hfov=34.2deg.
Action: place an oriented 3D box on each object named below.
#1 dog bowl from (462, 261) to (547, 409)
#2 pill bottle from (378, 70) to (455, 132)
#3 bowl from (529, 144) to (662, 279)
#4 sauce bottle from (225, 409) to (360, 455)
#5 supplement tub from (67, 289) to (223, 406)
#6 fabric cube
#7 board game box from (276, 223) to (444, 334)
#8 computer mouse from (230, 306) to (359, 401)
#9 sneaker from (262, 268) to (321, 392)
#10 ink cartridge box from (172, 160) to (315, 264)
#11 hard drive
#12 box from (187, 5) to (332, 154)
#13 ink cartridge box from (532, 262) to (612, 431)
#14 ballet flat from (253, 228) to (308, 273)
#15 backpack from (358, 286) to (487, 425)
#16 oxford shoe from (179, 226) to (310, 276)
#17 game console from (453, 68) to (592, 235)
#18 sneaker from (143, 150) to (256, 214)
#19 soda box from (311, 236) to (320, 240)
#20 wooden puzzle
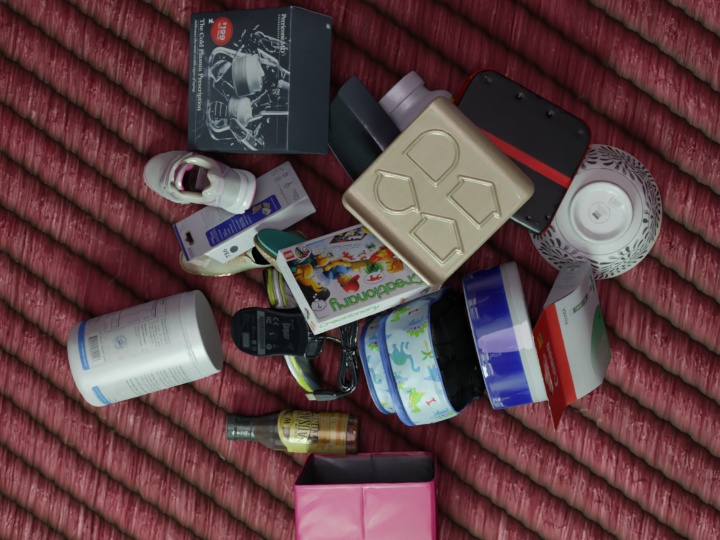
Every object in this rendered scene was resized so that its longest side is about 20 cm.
[{"bbox_3d":[0.204,0.092,1.651,0.079,0.200,0.200,-14,92,8],"label":"dog bowl"},{"bbox_3d":[0.116,-0.188,1.685,0.112,0.112,0.200,-43,90,6],"label":"pill bottle"},{"bbox_3d":[0.341,-0.083,1.684,0.200,0.094,0.201,0,94,4],"label":"bowl"},{"bbox_3d":[-0.100,0.241,1.751,0.200,0.066,0.066,1,93,3],"label":"sauce bottle"},{"bbox_3d":[-0.317,0.115,1.728,0.200,0.132,0.132,-15,92,5],"label":"supplement tub"},{"bbox_3d":[0.015,0.379,1.685,0.200,0.196,0.200,-2,93,4],"label":"fabric cube"},{"bbox_3d":[0.000,0.000,1.621,0.200,0.035,0.126,-19,64,-22],"label":"board game box"},{"bbox_3d":[-0.086,0.116,1.671,0.200,0.046,0.141,-3,98,21],"label":"computer mouse"},{"bbox_3d":[-0.084,0.085,1.738,0.081,0.074,0.200,-15,99,-3],"label":"sneaker"},{"bbox_3d":[-0.171,-0.077,1.714,0.200,0.100,0.039,-28,134,0],"label":"ink cartridge box"},{"bbox_3d":[0.017,-0.169,1.685,0.042,0.135,0.200,-35,87,-28],"label":"hard drive"},{"bbox_3d":[-0.145,-0.267,1.671,0.182,0.104,0.200,3,94,31],"label":"box"},{"bbox_3d":[0.296,0.103,1.628,0.050,0.200,0.161,-6,115,24],"label":"ink cartridge box"},{"bbox_3d":[-0.062,0.001,1.672,0.200,0.071,0.065,20,132,3],"label":"ballet flat"},{"bbox_3d":[0.083,0.129,1.662,0.147,0.200,0.183,-15,93,17],"label":"backpack"},{"bbox_3d":[-0.176,-0.031,1.736,0.200,0.074,0.071,-11,93,5],"label":"oxford shoe"},{"bbox_3d":[0.207,-0.169,1.627,0.200,0.031,0.177,29,85,-2],"label":"game console"},{"bbox_3d":[-0.249,-0.139,1.702,0.200,0.088,0.082,11,86,35],"label":"sneaker"},{"bbox_3d":[0.030,-0.026,1.726,0.200,0.064,0.069,-6,94,4],"label":"soda box"},{"bbox_3d":[0.105,-0.107,1.590,0.185,0.046,0.200,43,101,-7],"label":"wooden puzzle"}]
